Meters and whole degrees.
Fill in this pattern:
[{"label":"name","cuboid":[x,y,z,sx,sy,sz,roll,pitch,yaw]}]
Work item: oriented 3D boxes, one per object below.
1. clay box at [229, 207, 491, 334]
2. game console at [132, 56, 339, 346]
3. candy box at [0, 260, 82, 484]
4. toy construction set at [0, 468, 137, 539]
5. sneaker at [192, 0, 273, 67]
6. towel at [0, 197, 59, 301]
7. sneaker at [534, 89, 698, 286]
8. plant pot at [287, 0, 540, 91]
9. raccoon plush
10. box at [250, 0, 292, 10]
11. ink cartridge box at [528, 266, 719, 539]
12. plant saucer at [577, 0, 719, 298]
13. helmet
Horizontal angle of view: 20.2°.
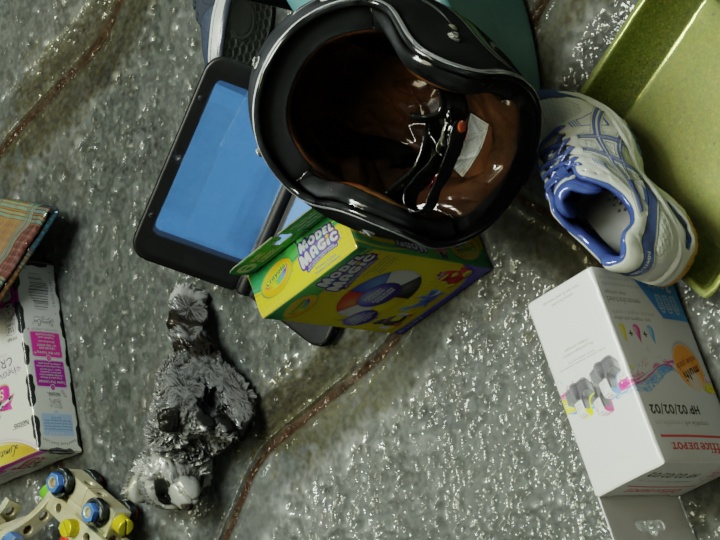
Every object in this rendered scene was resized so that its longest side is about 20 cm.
[{"label":"clay box","cuboid":[0.000,0.000,1.640,0.115,0.200,0.048,-37,63,32]},{"label":"game console","cuboid":[-0.077,-0.059,1.770,0.176,0.116,0.200,36,109,38]},{"label":"candy box","cuboid":[-0.359,0.105,2.033,0.136,0.061,0.200,-24,71,36]},{"label":"toy construction set","cuboid":[-0.275,0.266,1.930,0.200,0.092,0.131,27,103,28]},{"label":"sneaker","cuboid":[-0.156,-0.266,1.878,0.146,0.077,0.202,-1,75,30]},{"label":"towel","cuboid":[-0.391,-0.013,2.038,0.200,0.022,0.147,8,64,54]},{"label":"sneaker","cuboid":[0.170,-0.072,1.512,0.200,0.088,0.075,51,119,34]},{"label":"plant pot","cuboid":[0.053,-0.201,1.665,0.141,0.141,0.200,-35,74,33]},{"label":"raccoon plush","cuboid":[-0.163,0.129,1.870,0.134,0.097,0.200,-53,24,39]},{"label":"box","cuboid":[-0.021,-0.296,1.700,0.200,0.159,0.046,-33,75,24]},{"label":"ink cartridge box","cuboid":[0.212,0.104,1.501,0.068,0.115,0.200,-32,66,34]},{"label":"plant saucer","cuboid":[0.264,-0.113,1.525,0.200,0.048,0.200,47,115,34]},{"label":"helmet","cuboid":[0.018,-0.120,1.510,0.191,0.200,0.200,32,106,34]}]
